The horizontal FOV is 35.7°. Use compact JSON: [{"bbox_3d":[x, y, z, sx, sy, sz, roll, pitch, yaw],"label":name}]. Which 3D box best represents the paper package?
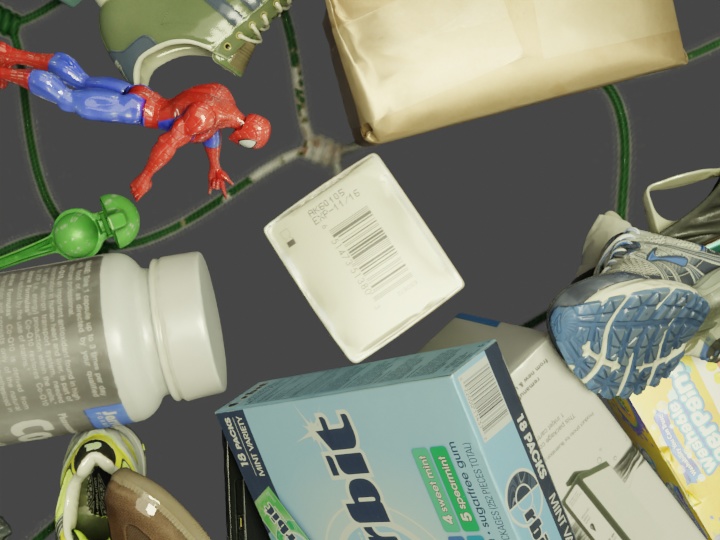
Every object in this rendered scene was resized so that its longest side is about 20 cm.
[{"bbox_3d":[0.080,-0.151,0.716,0.198,0.191,0.104,-15,96,-1],"label":"paper package"}]

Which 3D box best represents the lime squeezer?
[{"bbox_3d":[-0.190,-0.019,0.746,0.071,0.199,0.038,-48,115,-40],"label":"lime squeezer"}]

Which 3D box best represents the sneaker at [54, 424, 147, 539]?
[{"bbox_3d":[-0.177,0.204,0.748,0.075,0.076,0.202,-6,88,-3],"label":"sneaker"}]

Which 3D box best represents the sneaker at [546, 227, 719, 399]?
[{"bbox_3d":[0.165,0.018,0.667,0.085,0.199,0.077,43,120,35],"label":"sneaker"}]

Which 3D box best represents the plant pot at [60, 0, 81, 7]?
[{"bbox_3d":[-0.197,-0.293,0.749,0.141,0.141,0.201,30,93,1],"label":"plant pot"}]

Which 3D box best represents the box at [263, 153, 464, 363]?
[{"bbox_3d":[0.000,0.000,0.701,0.078,0.200,0.095,-34,89,-3],"label":"box"}]

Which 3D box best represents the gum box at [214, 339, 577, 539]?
[{"bbox_3d":[0.022,0.137,0.626,0.044,0.199,0.171,-30,101,-42],"label":"gum box"}]

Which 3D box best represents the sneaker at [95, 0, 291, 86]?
[{"bbox_3d":[-0.084,-0.180,0.779,0.199,0.067,0.091,-13,88,4],"label":"sneaker"}]

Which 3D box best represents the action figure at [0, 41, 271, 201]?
[{"bbox_3d":[-0.158,-0.089,0.757,0.198,0.065,0.100,10,120,7],"label":"action figure"}]

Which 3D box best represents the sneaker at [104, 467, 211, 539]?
[{"bbox_3d":[-0.122,0.217,0.704,0.076,0.070,0.201,-43,127,-34],"label":"sneaker"}]

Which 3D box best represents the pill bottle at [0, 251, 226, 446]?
[{"bbox_3d":[-0.194,0.051,0.737,0.198,0.114,0.115,-10,87,-1],"label":"pill bottle"}]

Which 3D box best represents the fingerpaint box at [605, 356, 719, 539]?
[{"bbox_3d":[0.274,0.098,0.765,0.166,0.073,0.201,-31,86,-3],"label":"fingerpaint box"}]

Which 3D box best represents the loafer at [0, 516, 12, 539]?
[{"bbox_3d":[-0.308,0.240,0.746,0.070,0.068,0.201,30,83,10],"label":"loafer"}]

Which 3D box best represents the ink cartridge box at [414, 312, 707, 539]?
[{"bbox_3d":[0.117,0.133,0.701,0.084,0.146,0.200,-42,104,-11],"label":"ink cartridge box"}]

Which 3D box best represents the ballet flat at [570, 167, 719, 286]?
[{"bbox_3d":[0.203,-0.019,0.780,0.199,0.068,0.069,-30,78,-13],"label":"ballet flat"}]

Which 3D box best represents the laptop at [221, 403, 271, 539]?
[{"bbox_3d":[0.012,0.169,0.740,0.103,0.199,0.179,-6,85,35],"label":"laptop"}]
